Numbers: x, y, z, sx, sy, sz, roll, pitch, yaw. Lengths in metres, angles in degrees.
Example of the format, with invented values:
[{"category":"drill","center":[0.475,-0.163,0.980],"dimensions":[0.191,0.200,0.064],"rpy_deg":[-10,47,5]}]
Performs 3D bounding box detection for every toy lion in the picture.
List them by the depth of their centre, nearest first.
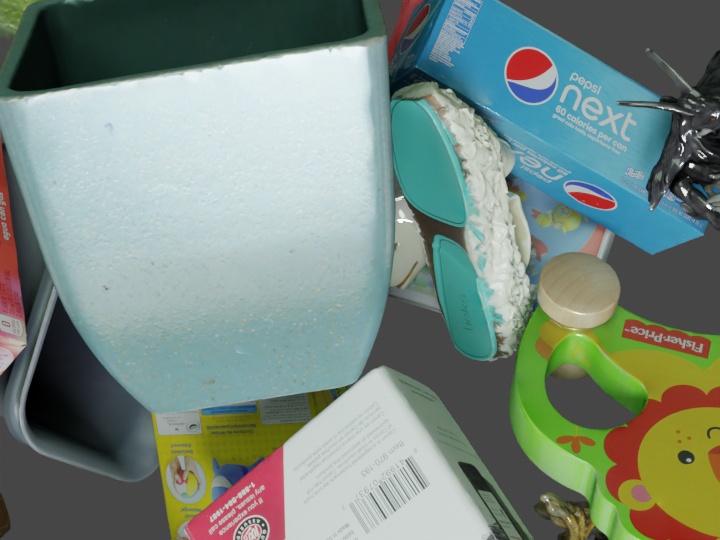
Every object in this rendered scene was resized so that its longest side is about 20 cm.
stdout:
[{"category":"toy lion","center":[0.176,0.095,1.238],"dimensions":[0.199,0.069,0.192],"rpy_deg":[15,47,7]}]

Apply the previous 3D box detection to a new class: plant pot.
[{"category":"plant pot","center":[-0.073,-0.040,1.192],"dimensions":[0.195,0.196,0.201],"rpy_deg":[-9,111,1]}]

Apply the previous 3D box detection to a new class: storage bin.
[{"category":"storage bin","center":[-0.174,0.014,1.363],"dimensions":[0.134,0.145,0.201],"rpy_deg":[10,79,42]}]

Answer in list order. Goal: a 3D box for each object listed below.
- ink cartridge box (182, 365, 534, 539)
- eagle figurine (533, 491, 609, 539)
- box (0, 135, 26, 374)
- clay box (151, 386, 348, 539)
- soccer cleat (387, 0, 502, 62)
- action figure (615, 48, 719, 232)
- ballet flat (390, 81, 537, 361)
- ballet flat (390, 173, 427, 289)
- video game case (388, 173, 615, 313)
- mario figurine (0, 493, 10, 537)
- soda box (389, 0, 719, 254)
[{"category":"ink cartridge box","center":[0.022,0.176,1.179],"dimensions":[0.145,0.083,0.200],"rpy_deg":[-39,64,11]},{"category":"eagle figurine","center":[0.136,0.223,1.229],"dimensions":[0.151,0.151,0.201],"rpy_deg":[-6,78,13]},{"category":"box","center":[-0.269,-0.012,1.309],"dimensions":[0.103,0.094,0.201],"rpy_deg":[-46,40,32]},{"category":"clay box","center":[-0.056,0.138,1.307],"dimensions":[0.114,0.048,0.201],"rpy_deg":[-4,99,29]},{"category":"soccer cleat","center":[0.041,-0.121,1.357],"dimensions":[0.067,0.076,0.201],"rpy_deg":[30,100,53]},{"category":"action figure","center":[0.239,-0.055,1.249],"dimensions":[0.102,0.200,0.119],"rpy_deg":[-1,58,57]},{"category":"ballet flat","center":[0.063,-0.037,1.276],"dimensions":[0.071,0.201,0.072],"rpy_deg":[-9,40,7]},{"category":"ballet flat","center":[0.000,0.000,1.330],"dimensions":[0.200,0.067,0.064],"rpy_deg":[-36,35,15]},{"category":"video game case","center":[0.060,-0.046,1.374],"dimensions":[0.199,0.017,0.144],"rpy_deg":[17,82,15]},{"category":"mario figurine","center":[-0.299,0.184,1.304],"dimensions":[0.199,0.106,0.124],"rpy_deg":[-11,42,0]},{"category":"soda box","center":[0.114,-0.088,1.295],"dimensions":[0.199,0.068,0.064],"rpy_deg":[30,72,-13]}]
